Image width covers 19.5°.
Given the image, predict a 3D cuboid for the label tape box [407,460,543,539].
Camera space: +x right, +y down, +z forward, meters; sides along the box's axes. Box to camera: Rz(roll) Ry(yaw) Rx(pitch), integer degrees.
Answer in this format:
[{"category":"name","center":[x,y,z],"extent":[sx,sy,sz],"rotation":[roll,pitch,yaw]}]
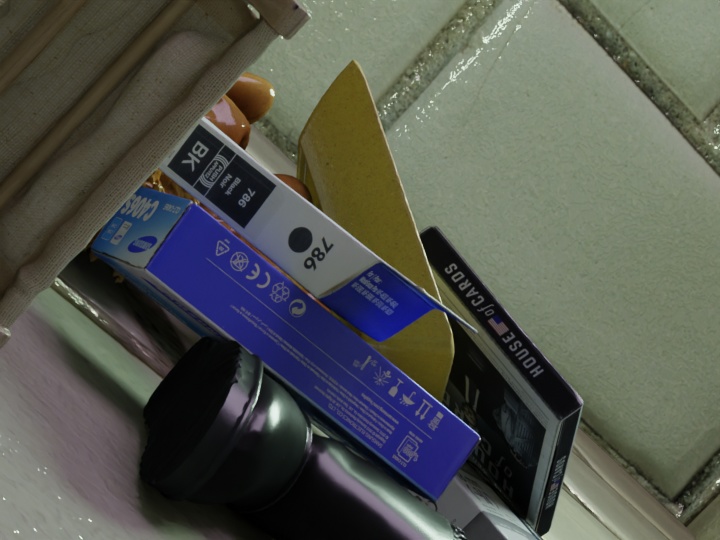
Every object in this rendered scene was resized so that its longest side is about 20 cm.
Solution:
[{"category":"label tape box","center":[0.049,0.150,1.319],"extent":[0.200,0.063,0.144],"rotation":[47,5,28]}]

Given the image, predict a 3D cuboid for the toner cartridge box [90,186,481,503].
[{"category":"toner cartridge box","center":[-0.038,0.037,1.058],"extent":[0.200,0.043,0.095],"rotation":[40,-10,-22]}]

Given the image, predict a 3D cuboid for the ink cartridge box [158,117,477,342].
[{"category":"ink cartridge box","center":[-0.036,-0.021,1.066],"extent":[0.200,0.039,0.099],"rotation":[37,0,25]}]

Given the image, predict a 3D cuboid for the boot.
[{"category":"boot","center":[-0.023,0.107,0.982],"extent":[0.162,0.074,0.198],"rotation":[40,-1,-9]}]

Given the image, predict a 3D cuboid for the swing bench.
[{"category":"swing bench","center":[-0.161,-0.102,0.832],"extent":[0.130,0.199,0.200],"rotation":[47,5,33]}]

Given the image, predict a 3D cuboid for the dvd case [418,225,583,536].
[{"category":"dvd case","center":[0.079,0.077,1.341],"extent":[0.151,0.025,0.200],"rotation":[50,-19,22]}]

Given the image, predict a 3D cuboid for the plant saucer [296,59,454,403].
[{"category":"plant saucer","center":[0.000,0.000,1.333],"extent":[0.200,0.048,0.201],"rotation":[98,-23,-66]}]

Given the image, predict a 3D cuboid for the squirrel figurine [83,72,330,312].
[{"category":"squirrel figurine","center":[-0.108,-0.021,1.234],"extent":[0.199,0.142,0.187],"rotation":[18,34,-49]}]
